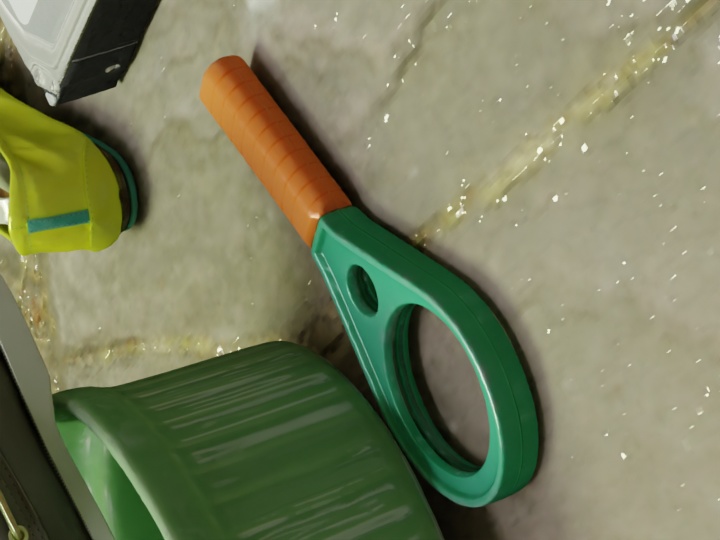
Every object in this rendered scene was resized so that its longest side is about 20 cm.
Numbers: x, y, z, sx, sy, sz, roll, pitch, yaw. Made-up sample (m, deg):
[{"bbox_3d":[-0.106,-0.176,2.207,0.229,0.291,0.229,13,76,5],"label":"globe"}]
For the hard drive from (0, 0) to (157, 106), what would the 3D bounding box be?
[{"bbox_3d":[-0.115,-0.171,1.047,0.140,0.038,0.200,62,150,15],"label":"hard drive"}]

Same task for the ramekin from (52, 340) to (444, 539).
[{"bbox_3d":[-0.038,0.124,1.015,0.200,0.097,0.201,51,152,40],"label":"ramekin"}]

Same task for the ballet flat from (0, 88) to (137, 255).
[{"bbox_3d":[-0.171,-0.049,1.191,0.200,0.067,0.067,27,131,53],"label":"ballet flat"}]

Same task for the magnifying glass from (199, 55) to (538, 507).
[{"bbox_3d":[0.000,0.000,0.968,0.200,0.022,0.080,55,150,28],"label":"magnifying glass"}]

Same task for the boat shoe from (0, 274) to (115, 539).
[{"bbox_3d":[-0.125,0.094,0.974,0.202,0.060,0.072,65,159,12],"label":"boat shoe"}]
